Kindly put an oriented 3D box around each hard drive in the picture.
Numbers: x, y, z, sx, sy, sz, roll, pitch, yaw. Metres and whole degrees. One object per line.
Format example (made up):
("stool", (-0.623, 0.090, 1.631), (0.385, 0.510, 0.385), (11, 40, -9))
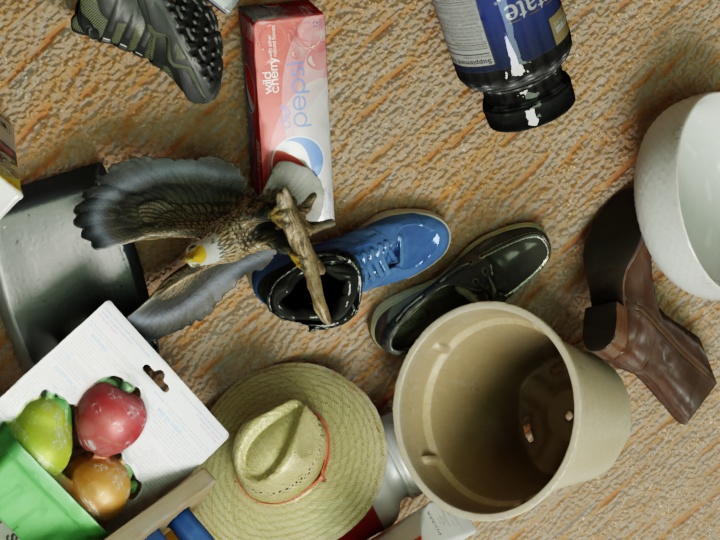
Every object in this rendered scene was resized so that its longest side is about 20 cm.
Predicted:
("hard drive", (-0.265, 0.015, 1.541), (0.134, 0.042, 0.201), (-17, 114, -9))

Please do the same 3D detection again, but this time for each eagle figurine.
("eagle figurine", (-0.133, -0.025, 1.484), (0.199, 0.152, 0.151), (-8, 160, 27))

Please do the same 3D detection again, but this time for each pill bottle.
("pill bottle", (-0.035, 0.220, 1.653), (0.199, 0.112, 0.113), (-28, 115, -4))
("pill bottle", (0.126, -0.232, 1.526), (0.111, 0.112, 0.201), (-24, 115, -5))

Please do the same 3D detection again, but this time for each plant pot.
("plant pot", (0.164, 0.138, 1.623), (0.183, 0.200, 0.201), (11, 111, -55))

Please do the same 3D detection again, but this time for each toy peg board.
("toy peg board", (-0.209, 0.309, 1.546), (0.098, 0.200, 0.199), (46, 138, 10))

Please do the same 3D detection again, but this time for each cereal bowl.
("cereal bowl", (0.323, -0.068, 1.628), (0.200, 0.083, 0.201), (12, 75, -47))

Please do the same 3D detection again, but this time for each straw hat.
("straw hat", (-0.076, 0.167, 1.572), (0.200, 0.202, 0.085), (-28, 156, -4))

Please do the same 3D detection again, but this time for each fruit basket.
("fruit basket", (-0.244, 0.153, 1.506), (0.200, 0.094, 0.185), (-46, 118, -12))

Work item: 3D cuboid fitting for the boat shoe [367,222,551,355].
("boat shoe", (0.104, 0.026, 1.642), (0.200, 0.066, 0.072), (-29, 114, -3))

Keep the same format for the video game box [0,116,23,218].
("video game box", (-0.368, -0.137, 1.387), (0.200, 0.182, 0.047), (40, 96, -24))

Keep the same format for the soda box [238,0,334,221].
("soda box", (-0.065, -0.139, 1.535), (0.070, 0.063, 0.201), (-8, 113, -12))

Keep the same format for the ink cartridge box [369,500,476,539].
("ink cartridge box", (0.001, 0.277, 1.596), (0.162, 0.200, 0.050), (-35, 73, 22))

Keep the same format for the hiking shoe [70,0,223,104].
("hiking shoe", (-0.196, -0.223, 1.469), (0.100, 0.076, 0.200), (-17, 123, 28))

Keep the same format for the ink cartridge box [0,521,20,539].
("ink cartridge box", (-0.368, 0.236, 1.582), (0.199, 0.084, 0.146), (-18, 114, -9))

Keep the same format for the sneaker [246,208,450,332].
("sneaker", (0.000, 0.001, 1.579), (0.199, 0.111, 0.077), (-11, 113, -12))

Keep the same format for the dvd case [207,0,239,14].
("dvd case", (-0.147, -0.339, 1.458), (0.200, 0.025, 0.150), (36, 98, -25))

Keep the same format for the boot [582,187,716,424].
("boot", (0.300, 0.039, 1.701), (0.200, 0.064, 0.187), (32, 65, -41))
